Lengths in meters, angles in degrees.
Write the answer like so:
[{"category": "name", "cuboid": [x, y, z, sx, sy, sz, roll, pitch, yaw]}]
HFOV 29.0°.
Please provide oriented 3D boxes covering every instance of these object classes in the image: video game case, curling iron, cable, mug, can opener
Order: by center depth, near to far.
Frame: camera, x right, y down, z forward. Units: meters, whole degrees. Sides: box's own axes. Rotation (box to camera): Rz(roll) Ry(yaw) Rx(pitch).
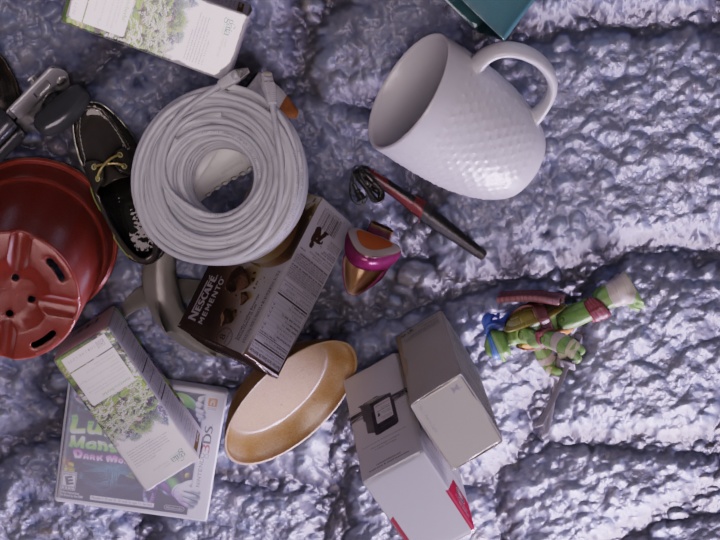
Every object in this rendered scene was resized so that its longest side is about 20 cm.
[{"category": "cable", "cuboid": [-0.156, -0.104, 1.546, 0.198, 0.069, 0.202, -21, 84, 6]}, {"category": "can opener", "cuboid": [-0.397, -0.152, 1.574, 0.200, 0.053, 0.066, -43, 69, -5]}, {"category": "mug", "cuboid": [0.135, -0.178, 1.575, 0.174, 0.149, 0.200, 29, 126, -26]}, {"category": "curling iron", "cuboid": [0.068, -0.065, 1.679, 0.199, 0.026, 0.050, 30, 67, -16]}, {"category": "video game case", "cuboid": [-0.278, 0.220, 1.757, 0.197, 0.023, 0.184, 9, 107, -6]}]

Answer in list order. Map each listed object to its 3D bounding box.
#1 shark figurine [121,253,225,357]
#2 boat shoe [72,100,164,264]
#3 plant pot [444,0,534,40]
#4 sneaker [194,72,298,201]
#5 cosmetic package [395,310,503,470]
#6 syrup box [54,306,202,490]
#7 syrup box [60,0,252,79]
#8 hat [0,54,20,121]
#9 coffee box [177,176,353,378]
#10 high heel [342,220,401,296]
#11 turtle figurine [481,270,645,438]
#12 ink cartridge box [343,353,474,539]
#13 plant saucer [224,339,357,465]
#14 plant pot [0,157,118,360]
[{"category": "shark figurine", "cuboid": [-0.209, 0.066, 1.679, 0.128, 0.090, 0.215, -41, 104, 11]}, {"category": "boat shoe", "cuboid": [-0.278, -0.103, 1.612, 0.071, 0.061, 0.203, -24, 95, -4]}, {"category": "plant pot", "cuboid": [0.159, -0.381, 1.529, 0.141, 0.141, 0.200, 40, 95, -15]}, {"category": "sneaker", "cuboid": [-0.147, -0.126, 1.623, 0.084, 0.073, 0.201, 36, 101, -11]}, {"category": "cosmetic package", "cuboid": [0.103, 0.139, 1.660, 0.073, 0.200, 0.104, -30, 107, 8]}, {"category": "syrup box", "cuboid": [-0.276, 0.155, 1.673, 0.078, 0.082, 0.201, -31, 106, 6]}, {"category": "syrup box", "cuboid": [-0.227, -0.289, 1.560, 0.198, 0.082, 0.080, 18, 108, -10]}, {"category": "hat", "cuboid": [-0.490, -0.182, 1.579, 0.198, 0.081, 0.203, -1, 110, -3]}, {"category": "coffee box", "cuboid": [-0.109, 0.007, 1.603, 0.080, 0.112, 0.202, 39, 75, -51]}, {"category": "high heel", "cuboid": [0.000, 0.000, 1.610, 0.067, 0.200, 0.097, 22, 100, -4]}, {"category": "turtle figurine", "cuboid": [0.262, 0.097, 1.690, 0.192, 0.201, 0.144, -31, 142, 3]}, {"category": "ink cartridge box", "cuboid": [0.056, 0.219, 1.675, 0.083, 0.201, 0.146, -28, 121, 9]}, {"category": "plant saucer", "cuboid": [-0.092, 0.151, 1.690, 0.201, 0.200, 0.035, -51, 60, 12]}, {"category": "plant pot", "cuboid": [-0.383, -0.005, 1.581, 0.198, 0.196, 0.204, -2, 110, -4]}]
